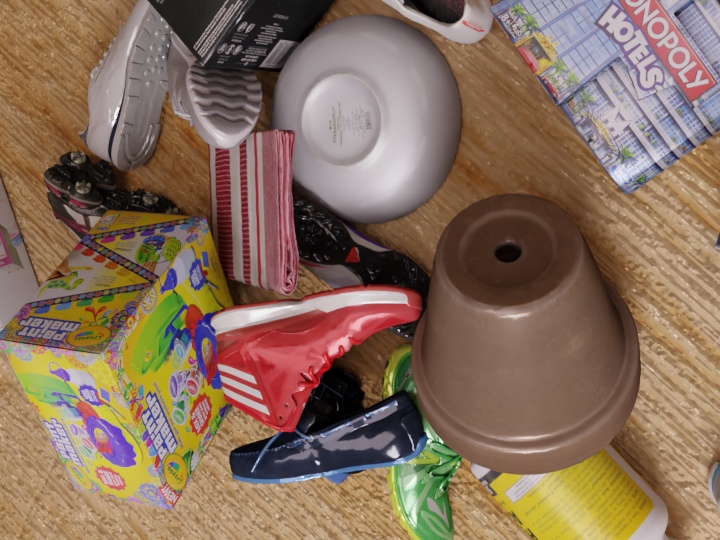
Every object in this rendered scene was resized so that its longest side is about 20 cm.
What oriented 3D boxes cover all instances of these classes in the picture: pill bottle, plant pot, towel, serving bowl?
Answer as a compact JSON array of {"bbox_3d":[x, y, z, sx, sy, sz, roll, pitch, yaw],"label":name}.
[{"bbox_3d":[0.201,0.211,0.832,0.200,0.111,0.112,47,112,11],"label":"pill bottle"},{"bbox_3d":[0.129,0.036,0.757,0.196,0.176,0.203,-7,52,9],"label":"plant pot"},{"bbox_3d":[-0.107,-0.059,0.908,0.199,0.022,0.147,11,102,63],"label":"towel"},{"bbox_3d":[-0.006,-0.143,0.893,0.196,0.066,0.205,4,99,22],"label":"serving bowl"}]

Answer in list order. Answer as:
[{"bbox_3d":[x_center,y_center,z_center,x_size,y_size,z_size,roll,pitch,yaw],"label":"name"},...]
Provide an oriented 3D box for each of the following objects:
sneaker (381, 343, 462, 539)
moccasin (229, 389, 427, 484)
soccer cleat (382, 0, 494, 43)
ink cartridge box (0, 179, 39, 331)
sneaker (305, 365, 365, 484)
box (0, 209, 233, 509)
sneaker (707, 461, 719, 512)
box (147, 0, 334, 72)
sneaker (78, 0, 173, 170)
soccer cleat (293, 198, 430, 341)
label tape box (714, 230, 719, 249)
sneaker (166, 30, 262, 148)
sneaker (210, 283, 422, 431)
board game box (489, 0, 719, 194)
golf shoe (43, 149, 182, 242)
[{"bbox_3d":[0.070,0.173,0.903,0.082,0.074,0.205,-5,96,27],"label":"sneaker"},{"bbox_3d":[-0.034,0.152,0.884,0.196,0.080,0.070,-13,96,13],"label":"moccasin"},{"bbox_3d":[0.035,-0.273,0.844,0.199,0.085,0.069,39,111,13],"label":"soccer cleat"},{"bbox_3d":[-0.475,-0.011,1.104,0.142,0.084,0.204,-20,89,25],"label":"ink cartridge box"},{"bbox_3d":[-0.047,0.115,0.952,0.077,0.070,0.201,-36,90,20],"label":"sneaker"},{"bbox_3d":[-0.215,0.082,0.908,0.120,0.194,0.203,5,131,22],"label":"box"},{"bbox_3d":[0.387,0.185,0.763,0.196,0.086,0.077,-12,92,23],"label":"sneaker"},{"bbox_3d":[-0.136,-0.303,0.877,0.124,0.148,0.201,-45,79,23],"label":"box"},{"bbox_3d":[-0.245,-0.211,0.985,0.080,0.076,0.203,31,107,26],"label":"sneaker"},{"bbox_3d":[0.000,0.000,0.920,0.198,0.073,0.069,34,85,-3],"label":"soccer cleat"},{"bbox_3d":[0.354,0.044,0.723,0.198,0.143,0.067,31,108,16],"label":"label tape box"},{"bbox_3d":[-0.147,-0.170,0.917,0.201,0.073,0.083,-113,38,-48],"label":"sneaker"},{"bbox_3d":[-0.035,0.082,0.842,0.196,0.078,0.118,-10,80,14],"label":"sneaker"},{"bbox_3d":[0.245,-0.202,0.778,0.199,0.061,0.202,-38,82,24],"label":"board game box"},{"bbox_3d":[-0.259,-0.048,1.024,0.199,0.077,0.089,36,136,11],"label":"golf shoe"}]
